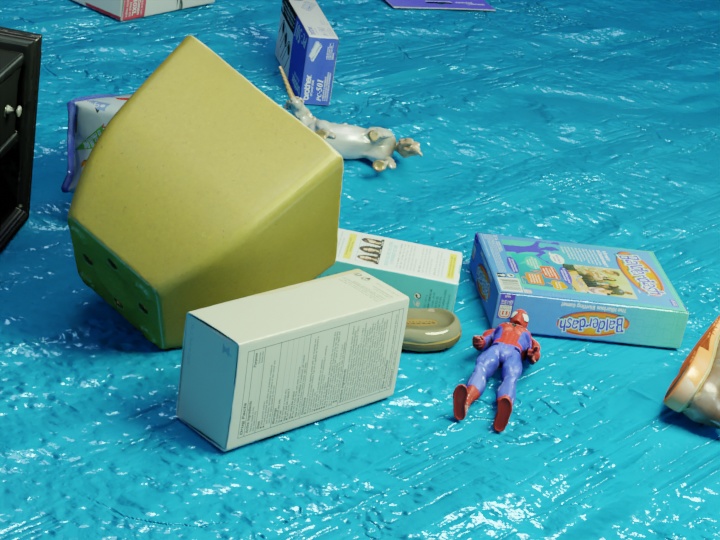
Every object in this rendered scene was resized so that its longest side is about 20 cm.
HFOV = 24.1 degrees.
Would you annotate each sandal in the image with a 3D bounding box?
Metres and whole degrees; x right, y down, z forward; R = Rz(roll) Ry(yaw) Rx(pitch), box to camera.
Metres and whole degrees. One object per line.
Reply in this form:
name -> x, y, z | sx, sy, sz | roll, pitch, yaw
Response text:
sandal -> 0.007, 0.043, 1.598 | 0.198, 0.054, 0.080 | -2, 27, -25

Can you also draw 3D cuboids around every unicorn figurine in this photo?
unicorn figurine -> -0.026, -0.163, 2.033 | 0.199, 0.074, 0.137 | 24, 14, -4

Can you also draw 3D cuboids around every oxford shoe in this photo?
oxford shoe -> 0.348, 0.098, 1.614 | 0.073, 0.072, 0.200 | 36, 34, 8

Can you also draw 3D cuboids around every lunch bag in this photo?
lunch bag -> -0.203, -0.125, 1.798 | 0.169, 0.125, 0.200 | 12, 14, 10

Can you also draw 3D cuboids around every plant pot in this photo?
plant pot -> -0.154, -0.047, 1.536 | 0.195, 0.195, 0.200 | 38, 65, 17

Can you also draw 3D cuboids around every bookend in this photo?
bookend -> -0.383, -0.113, 1.617 | 0.091, 0.202, 0.199 | 11, 23, 3

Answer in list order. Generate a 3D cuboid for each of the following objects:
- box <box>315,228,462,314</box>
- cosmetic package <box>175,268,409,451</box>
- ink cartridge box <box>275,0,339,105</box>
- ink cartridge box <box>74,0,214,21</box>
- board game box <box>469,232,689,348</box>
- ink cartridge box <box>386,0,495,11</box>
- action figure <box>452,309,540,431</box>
box -> 0.000, 0.000, 1.695 | 0.198, 0.050, 0.082 | 11, 24, 3
cosmetic package -> -0.056, 0.073, 1.451 | 0.199, 0.104, 0.073 | -12, 31, -42
ink cartridge box -> -0.074, -0.301, 2.273 | 0.044, 0.095, 0.200 | 3, 25, -15
ink cartridge box -> -0.326, -0.439, 2.490 | 0.144, 0.085, 0.199 | 26, 30, 32
board game box -> 0.222, 0.019, 1.744 | 0.198, 0.045, 0.152 | 6, 24, -8
ink cartridge box -> 0.100, -0.481, 2.796 | 0.197, 0.044, 0.200 | -3, 28, -27
action figure -> 0.133, 0.083, 1.573 | 0.065, 0.052, 0.200 | 10, 22, 11
